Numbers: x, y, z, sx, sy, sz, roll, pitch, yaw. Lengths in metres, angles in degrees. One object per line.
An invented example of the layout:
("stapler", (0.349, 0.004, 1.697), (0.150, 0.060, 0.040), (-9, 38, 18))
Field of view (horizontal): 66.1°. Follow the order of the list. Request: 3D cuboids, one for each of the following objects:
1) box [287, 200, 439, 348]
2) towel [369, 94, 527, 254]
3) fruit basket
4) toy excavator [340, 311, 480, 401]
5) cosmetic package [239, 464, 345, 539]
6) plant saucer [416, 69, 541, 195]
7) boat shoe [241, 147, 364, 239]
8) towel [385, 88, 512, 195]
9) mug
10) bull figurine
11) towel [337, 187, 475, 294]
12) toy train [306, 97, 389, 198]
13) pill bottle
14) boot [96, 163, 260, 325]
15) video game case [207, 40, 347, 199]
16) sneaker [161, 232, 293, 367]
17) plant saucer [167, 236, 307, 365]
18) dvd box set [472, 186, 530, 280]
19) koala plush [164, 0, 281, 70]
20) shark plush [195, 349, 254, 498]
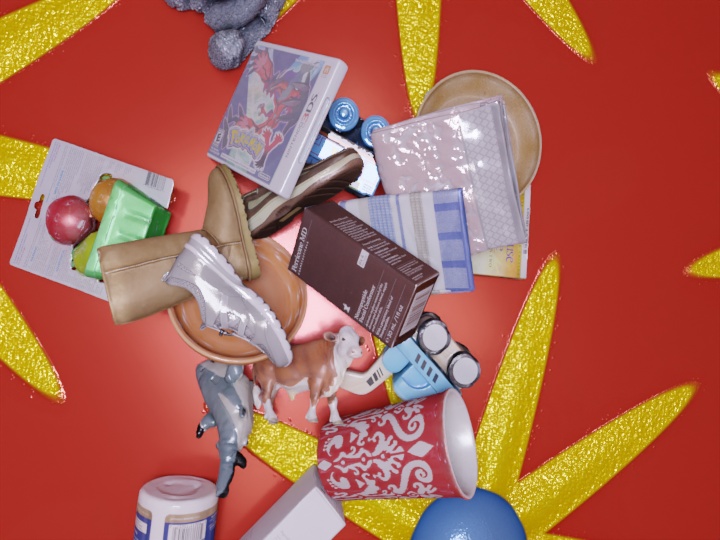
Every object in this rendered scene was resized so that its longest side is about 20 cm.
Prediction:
("box", (0.000, 0.000, 0.754), (0.197, 0.074, 0.103), (35, 120, 25))
("towel", (0.122, -0.114, 0.760), (0.184, 0.032, 0.207), (-10, 108, 22))
("fruit basket", (-0.375, -0.066, 0.781), (0.193, 0.094, 0.192), (17, 86, 10))
("toy excavator", (0.050, 0.144, 0.815), (0.200, 0.100, 0.195), (-45, 92, 3))
("cosmetic package", (-0.114, 0.385, 0.779), (0.199, 0.102, 0.075), (-42, 93, -5))
("plant saucer", (0.169, -0.188, 0.815), (0.192, 0.035, 0.209), (1, 85, -8))
("boat shoe", (-0.090, -0.124, 0.768), (0.198, 0.074, 0.077), (-29, 79, 16))
("towel", (0.131, -0.157, 0.836), (0.149, 0.023, 0.206), (26, 81, -4))
("mug", (0.057, 0.260, 0.770), (0.194, 0.178, 0.137), (-16, 50, 23))
("bull figurine", (-0.073, 0.146, 0.764), (0.194, 0.065, 0.126), (-10, 68, 32))
("towel", (0.062, -0.035, 0.780), (0.194, 0.024, 0.152), (-3, 109, 30))
("toy train", (-0.039, -0.191, 0.815), (0.195, 0.087, 0.117), (26, 91, -5))
("pill bottle", (-0.258, 0.401, 0.756), (0.106, 0.111, 0.209), (6, 87, -6))
("boot", (-0.245, -0.043, 0.730), (0.194, 0.066, 0.181), (-15, 77, -24))
("video game case", (-0.122, -0.215, 0.760), (0.023, 0.197, 0.187), (22, 95, -49))
("sneaker", (-0.165, 0.053, 0.700), (0.082, 0.075, 0.201), (-43, 98, -11))
("plant saucer", (-0.172, 0.038, 0.779), (0.192, 0.038, 0.207), (8, 58, -13))
("dvd box set", (0.166, -0.068, 0.859), (0.192, 0.029, 0.153), (6, 87, -6))
("koala plush", (-0.180, -0.418, 0.745), (0.183, 0.200, 0.179), (-41, 92, -6))
("shark plush", (-0.186, 0.209, 0.756), (0.080, 0.092, 0.206), (-11, 59, -3))
